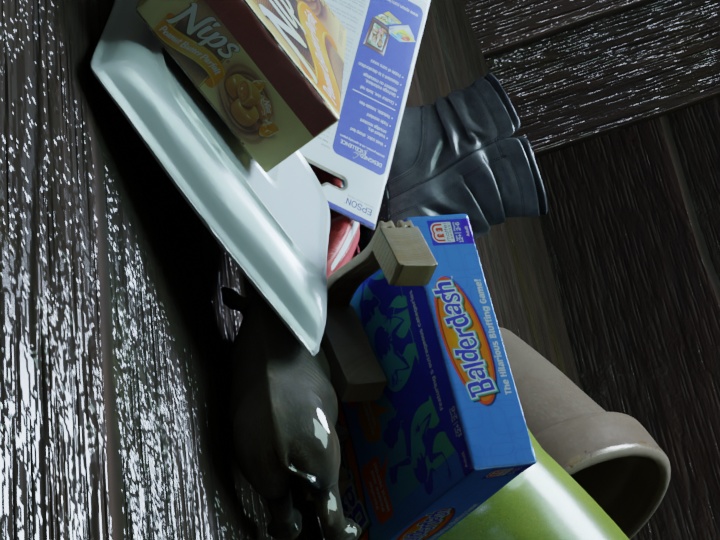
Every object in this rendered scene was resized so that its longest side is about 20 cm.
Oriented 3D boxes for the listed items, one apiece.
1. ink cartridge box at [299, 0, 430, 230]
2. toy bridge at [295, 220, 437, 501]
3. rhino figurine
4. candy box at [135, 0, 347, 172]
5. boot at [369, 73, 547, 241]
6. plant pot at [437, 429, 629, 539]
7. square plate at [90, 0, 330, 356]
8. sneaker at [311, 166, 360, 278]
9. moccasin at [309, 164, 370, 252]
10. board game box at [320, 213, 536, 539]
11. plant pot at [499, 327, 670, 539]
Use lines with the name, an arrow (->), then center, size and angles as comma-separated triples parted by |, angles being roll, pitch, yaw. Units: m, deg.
ink cartridge box -> -0.014, -0.128, 1.404 | 0.094, 0.037, 0.201 | 25, 61, -24
toy bridge -> -0.008, 0.046, 1.261 | 0.067, 0.027, 0.201 | 64, -34, 39
rhino figurine -> -0.043, 0.064, 1.214 | 0.200, 0.059, 0.088 | -103, 173, -56
candy box -> -0.063, -0.142, 1.249 | 0.116, 0.055, 0.200 | 51, 14, -15
boot -> 0.068, -0.026, 1.478 | 0.070, 0.131, 0.202 | 143, -67, -84
plant pot -> 0.100, 0.213, 1.471 | 0.194, 0.199, 0.200 | 59, 11, -8
square plate -> -0.073, -0.070, 1.228 | 0.199, 0.028, 0.200 | 53, 13, -18
sneaker -> -0.017, 0.008, 1.442 | 0.200, 0.078, 0.116 | -81, 150, -69
moccasin -> 0.000, 0.000, 1.570 | 0.080, 0.068, 0.201 | 39, 34, -64
board game box -> 0.022, 0.079, 1.286 | 0.200, 0.045, 0.153 | -49, -129, 55
plant pot -> 0.120, 0.142, 1.742 | 0.175, 0.199, 0.200 | 58, 0, 31
